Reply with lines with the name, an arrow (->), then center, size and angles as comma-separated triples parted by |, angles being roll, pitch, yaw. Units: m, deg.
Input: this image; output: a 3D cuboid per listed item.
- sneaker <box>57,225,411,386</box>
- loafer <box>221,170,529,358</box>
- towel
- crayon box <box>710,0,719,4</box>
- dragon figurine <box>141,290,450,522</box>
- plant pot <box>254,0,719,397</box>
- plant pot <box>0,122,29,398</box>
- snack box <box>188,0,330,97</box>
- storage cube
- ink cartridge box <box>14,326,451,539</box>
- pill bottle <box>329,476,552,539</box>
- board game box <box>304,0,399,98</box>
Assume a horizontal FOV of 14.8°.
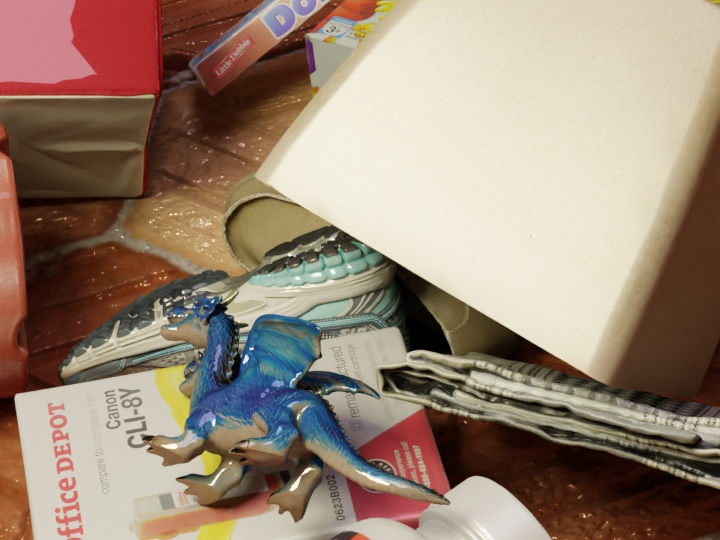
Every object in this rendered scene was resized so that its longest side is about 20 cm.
sneaker -> -0.066, 0.045, 1.452 | 0.200, 0.086, 0.078 | -18, 12, 23
loafer -> 0.000, 0.000, 1.499 | 0.200, 0.076, 0.067 | 19, 38, 29
towel -> 0.120, 0.066, 1.327 | 0.192, 0.035, 0.200 | 15, 3, 14
crayon box -> 0.201, -0.091, 1.505 | 0.127, 0.051, 0.200 | -18, 48, -12
dragon figurine -> -0.033, 0.058, 1.275 | 0.200, 0.059, 0.099 | 0, 51, 44
plant pot -> 0.101, -0.066, 1.346 | 0.200, 0.177, 0.200 | 30, 6, 18
plant pot -> -0.279, 0.001, 1.460 | 0.195, 0.201, 0.201 | -5, 37, -12
snack box -> -0.021, -0.178, 1.681 | 0.200, 0.024, 0.072 | -39, 9, 0
storage cube -> -0.203, -0.151, 1.573 | 0.200, 0.171, 0.180 | 0, 72, -8
ink cartridge box -> -0.062, 0.117, 1.352 | 0.200, 0.083, 0.145 | -10, 39, -5
pill bottle -> -0.003, 0.179, 1.222 | 0.200, 0.111, 0.111 | -34, 45, -21
board game box -> 0.068, -0.136, 1.641 | 0.103, 0.105, 0.200 | 18, 43, 29
